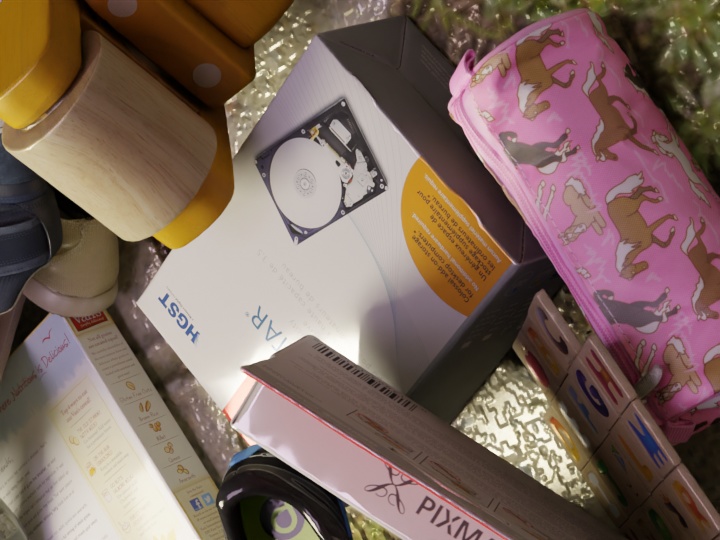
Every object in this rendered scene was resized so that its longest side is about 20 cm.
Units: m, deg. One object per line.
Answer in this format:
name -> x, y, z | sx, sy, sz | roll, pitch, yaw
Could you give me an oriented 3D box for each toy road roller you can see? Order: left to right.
toy road roller -> -0.096, -0.125, 1.128 | 0.146, 0.200, 0.123 | -38, 122, 22

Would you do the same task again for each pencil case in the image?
pencil case -> 0.118, -0.022, 1.041 | 0.083, 0.086, 0.200 | -34, 81, 22

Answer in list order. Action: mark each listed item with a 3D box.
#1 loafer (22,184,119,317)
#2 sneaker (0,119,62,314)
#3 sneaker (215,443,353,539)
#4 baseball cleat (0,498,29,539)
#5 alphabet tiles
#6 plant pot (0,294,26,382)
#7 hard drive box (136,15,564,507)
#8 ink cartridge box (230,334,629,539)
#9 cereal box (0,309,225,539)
loafer -> -0.208, -0.055, 1.309 | 0.200, 0.076, 0.068 | 36, 121, 15
sneaker -> -0.252, -0.042, 1.225 | 0.202, 0.077, 0.147 | 6, 127, 21
sneaker -> -0.012, 0.172, 1.046 | 0.071, 0.083, 0.200 | -30, 86, 14
baseball cleat -> -0.228, 0.203, 1.365 | 0.106, 0.070, 0.201 | 24, 133, 50
alphabet tiles -> 0.131, 0.104, 1.052 | 0.200, 0.006, 0.166 | 57, 170, 11
plant pot -> -0.324, 0.086, 1.313 | 0.200, 0.200, 0.177 | 21, 127, -12
hard drive box -> 0.000, 0.000, 1.152 | 0.156, 0.077, 0.200 | 49, 127, 18
ink cartridge box -> 0.035, 0.103, 1.013 | 0.200, 0.176, 0.045 | 32, 97, 6
cereal box -> -0.148, 0.133, 1.330 | 0.144, 0.039, 0.200 | -41, 75, 40
